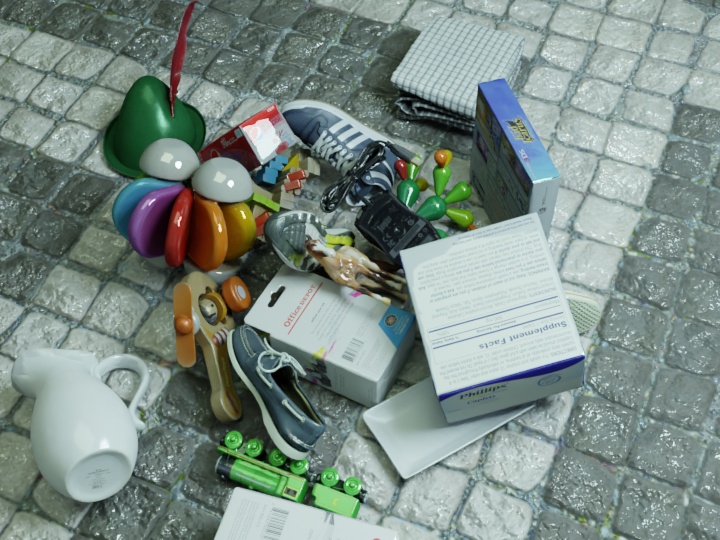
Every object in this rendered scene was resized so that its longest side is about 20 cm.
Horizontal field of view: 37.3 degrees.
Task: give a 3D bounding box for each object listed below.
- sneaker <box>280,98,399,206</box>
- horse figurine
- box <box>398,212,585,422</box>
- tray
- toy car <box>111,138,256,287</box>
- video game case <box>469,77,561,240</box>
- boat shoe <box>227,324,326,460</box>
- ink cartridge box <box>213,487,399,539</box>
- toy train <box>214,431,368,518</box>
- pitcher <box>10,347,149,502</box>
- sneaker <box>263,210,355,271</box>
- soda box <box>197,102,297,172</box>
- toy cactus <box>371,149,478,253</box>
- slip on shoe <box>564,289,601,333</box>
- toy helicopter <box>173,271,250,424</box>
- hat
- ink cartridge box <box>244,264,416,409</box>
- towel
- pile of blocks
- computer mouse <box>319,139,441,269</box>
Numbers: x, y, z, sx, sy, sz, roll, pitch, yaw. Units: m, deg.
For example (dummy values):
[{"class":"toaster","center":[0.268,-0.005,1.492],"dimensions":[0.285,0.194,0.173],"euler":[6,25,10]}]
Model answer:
[{"class":"sneaker","center":[-0.032,-0.166,1.547],"dimensions":[0.197,0.070,0.110],"euler":[23,53,-19]},{"class":"horse figurine","center":[0.000,0.000,1.406],"dimensions":[0.131,0.200,0.051],"euler":[26,99,11]},{"class":"box","center":[0.160,0.059,1.308],"dimensions":[0.180,0.105,0.203],"euler":[-15,61,3]},{"class":"tray","center":[0.110,0.178,1.331],"dimensions":[0.198,0.022,0.108],"euler":[-26,56,-18]},{"class":"toy car","center":[-0.244,-0.066,1.420],"dimensions":[0.197,0.178,0.150],"euler":[21,28,21]},{"class":"video game case","center":[0.208,-0.129,1.472],"dimensions":[0.045,0.183,0.202],"euler":[-13,52,-10]},{"class":"boat shoe","center":[-0.102,0.134,1.295],"dimensions":[0.062,0.074,0.201],"euler":[-47,48,18]},{"class":"ink cartridge box","center":[-0.068,0.341,1.165],"dimensions":[0.196,0.084,0.148],"euler":[12,52,12]},{"class":"toy train","center":[-0.086,0.248,1.271],"dimensions":[0.197,0.042,0.057],"euler":[17,64,15]},{"class":"pitcher","center":[-0.320,0.175,1.298],"dimensions":[0.169,0.123,0.200],"euler":[-10,38,-26]},{"class":"sneaker","center":[-0.084,-0.038,1.431],"dimensions":[0.083,0.199,0.076],"euler":[13,87,28]},{"class":"soda box","center":[-0.165,-0.175,1.520],"dimensions":[0.070,0.199,0.064],"euler":[-37,101,-24]},{"class":"toy cactus","center":[0.087,-0.077,1.498],"dimensions":[0.163,0.102,0.202],"euler":[-28,71,-3]},{"class":"slip on shoe","center":[0.219,0.040,1.411],"dimensions":[0.196,0.075,0.062],"euler":[6,38,8]},{"class":"toy helicopter","center":[-0.190,0.094,1.352],"dimensions":[0.078,0.132,0.203],"euler":[-24,67,19]},{"class":"hat","center":[-0.321,-0.270,1.606],"dimensions":[0.162,0.178,0.203],"euler":[-1,51,1]},{"class":"ink cartridge box","center":[-0.039,0.083,1.383],"dimensions":[0.197,0.068,0.116],"euler":[22,54,18]},{"class":"towel","center":[0.155,-0.304,1.682],"dimensions":[0.163,0.086,0.201],"euler":[20,53,15]},{"class":"pile of blocks","center":[-0.121,-0.120,1.528],"dimensions":[0.062,0.082,0.201],"euler":[-17,33,47]},{"class":"computer mouse","center":[0.053,-0.087,1.459],"dimensions":[0.199,0.046,0.141],"euler":[36,83,25]}]
